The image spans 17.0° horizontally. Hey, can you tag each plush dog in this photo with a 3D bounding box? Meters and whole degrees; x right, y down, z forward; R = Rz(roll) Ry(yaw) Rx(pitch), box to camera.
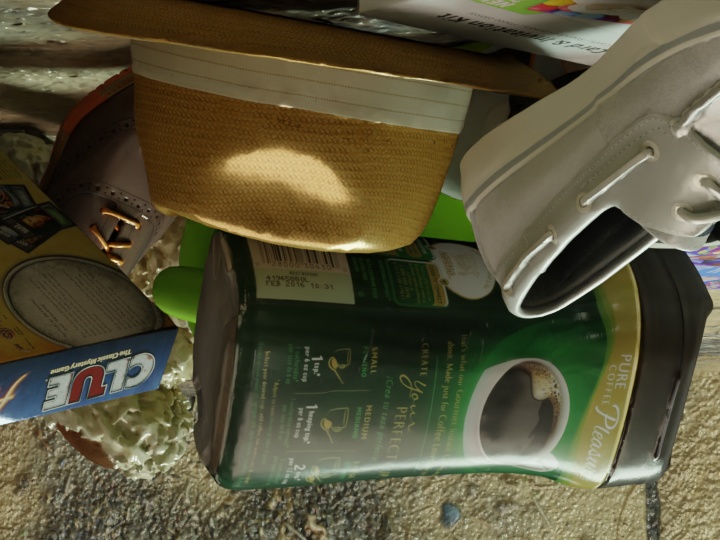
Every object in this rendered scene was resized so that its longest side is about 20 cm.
[{"bbox_3d":[-0.079,-0.010,1.201,0.171,0.201,0.161,-1,-145,28],"label":"plush dog"}]

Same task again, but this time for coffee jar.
[{"bbox_3d":[0.037,0.034,0.960,0.199,0.105,0.085,2,-147,-14],"label":"coffee jar"}]

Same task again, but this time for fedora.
[{"bbox_3d":[-0.025,-0.053,0.894,0.200,0.082,0.201,10,-174,-1],"label":"fedora"}]

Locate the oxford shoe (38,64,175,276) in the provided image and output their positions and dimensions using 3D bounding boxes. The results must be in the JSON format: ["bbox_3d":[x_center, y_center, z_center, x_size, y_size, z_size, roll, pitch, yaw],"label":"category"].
[{"bbox_3d":[-0.114,-0.016,1.076,0.071,0.073,0.200,23,123,-31],"label":"oxford shoe"}]

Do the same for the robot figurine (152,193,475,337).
[{"bbox_3d":[0.000,0.000,1.078,0.115,0.176,0.200,7,-179,41],"label":"robot figurine"}]

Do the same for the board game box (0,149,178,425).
[{"bbox_3d":[-0.188,-0.010,0.998,0.135,0.035,0.200,-11,-138,-42],"label":"board game box"}]

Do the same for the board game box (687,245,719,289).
[{"bbox_3d":[0.177,-0.025,1.078,0.134,0.045,0.200,1,173,-14],"label":"board game box"}]

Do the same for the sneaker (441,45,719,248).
[{"bbox_3d":[0.091,-0.049,0.942,0.199,0.074,0.080,4,-157,39],"label":"sneaker"}]

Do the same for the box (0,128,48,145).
[{"bbox_3d":[-0.253,-0.038,1.312,0.199,0.049,0.161,-2,169,9],"label":"box"}]

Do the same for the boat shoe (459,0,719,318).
[{"bbox_3d":[0.101,-0.039,0.790,0.072,0.069,0.200,-1,160,-40],"label":"boat shoe"}]

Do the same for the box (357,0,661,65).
[{"bbox_3d":[0.121,-0.108,0.804,0.200,0.041,0.156,-6,172,44],"label":"box"}]

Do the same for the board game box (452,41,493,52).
[{"bbox_3d":[0.136,-0.070,1.087,0.101,0.048,0.200,-7,171,44],"label":"board game box"}]
